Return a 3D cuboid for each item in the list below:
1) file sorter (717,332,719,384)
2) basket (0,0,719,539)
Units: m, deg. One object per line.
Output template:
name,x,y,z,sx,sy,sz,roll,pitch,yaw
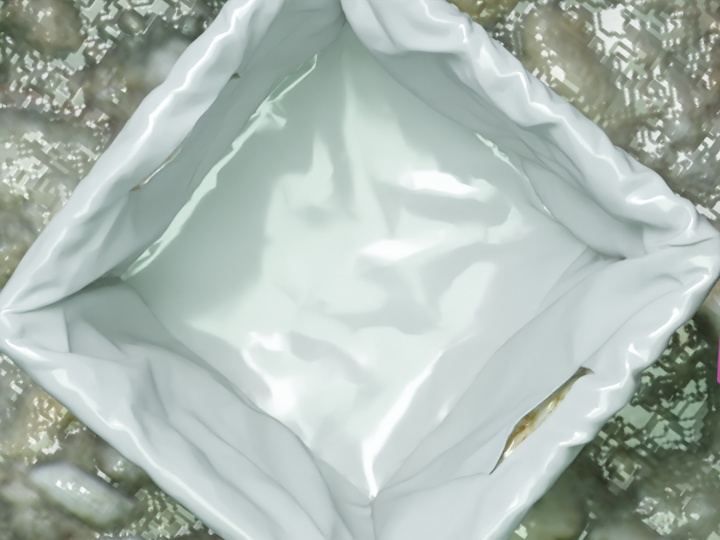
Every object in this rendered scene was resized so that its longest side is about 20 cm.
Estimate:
file sorter,0.236,-0.028,0.968,0.125,0.199,0.140,8,98,38
basket,0.000,0.000,1.010,0.200,0.161,0.199,39,95,-3
